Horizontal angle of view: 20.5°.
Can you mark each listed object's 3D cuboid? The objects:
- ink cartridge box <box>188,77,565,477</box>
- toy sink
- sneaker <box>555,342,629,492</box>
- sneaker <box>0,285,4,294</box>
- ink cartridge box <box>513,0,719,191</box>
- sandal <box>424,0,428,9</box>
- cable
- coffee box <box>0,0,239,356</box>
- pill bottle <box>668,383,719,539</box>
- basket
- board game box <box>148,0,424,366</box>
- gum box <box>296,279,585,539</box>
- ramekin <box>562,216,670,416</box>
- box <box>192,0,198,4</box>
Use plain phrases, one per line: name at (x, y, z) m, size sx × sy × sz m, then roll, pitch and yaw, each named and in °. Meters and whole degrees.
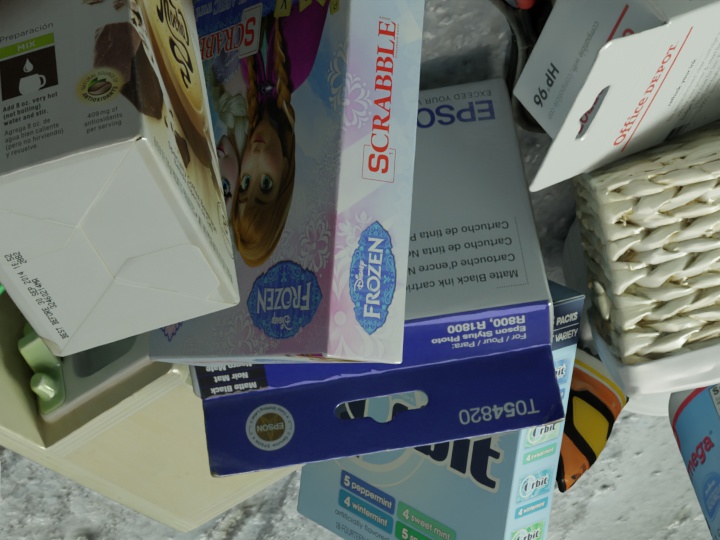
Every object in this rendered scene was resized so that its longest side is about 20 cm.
ink cartridge box at (0.000, 0.000, 1.085) m, size 0.199 × 0.201 × 0.041 m, roll -9°, pitch 153°, yaw -1°
toy sink at (-0.132, 0.047, 1.173) m, size 0.112 × 0.131 × 0.200 m, roll -31°, pitch 140°, yaw 20°
sneaker at (0.061, 0.071, 1.238) m, size 0.199 × 0.090 × 0.070 m, roll 21°, pitch 152°, yaw 18°
sneaker at (-0.253, -0.001, 1.101) m, size 0.199 × 0.084 × 0.074 m, roll -23°, pitch 143°, yaw 14°
ink cartridge box at (0.159, -0.126, 1.047) m, size 0.199 × 0.068 × 0.116 m, roll -22°, pitch 151°, yaw -34°
sandal at (0.018, -0.197, 0.960) m, size 0.043 × 0.076 × 0.201 m, roll 0°, pitch 131°, yaw -23°
cable at (0.099, -0.132, 1.088) m, size 0.097 × 0.050 × 0.200 m, roll -13°, pitch 144°, yaw -15°
coffee box at (-0.110, -0.086, 0.767) m, size 0.079 × 0.201 × 0.113 m, roll -16°, pitch 145°, yaw 6°
pill bottle at (0.246, 0.107, 1.173) m, size 0.108 × 0.201 × 0.109 m, roll -10°, pitch 143°, yaw -8°
basket at (0.220, -0.023, 1.099) m, size 0.199 × 0.136 × 0.124 m, roll -13°, pitch 102°, yaw 1°
board game box at (-0.039, -0.055, 0.948) m, size 0.041 × 0.201 × 0.200 m, roll 6°, pitch 173°, yaw -28°
gum box at (0.043, 0.083, 1.189) m, size 0.044 × 0.170 × 0.201 m, roll -14°, pitch 118°, yaw -43°
ramekin at (0.221, -0.001, 1.274) m, size 0.201 × 0.095 × 0.203 m, roll -10°, pitch 143°, yaw -8°
box at (-0.109, -0.216, 0.855) m, size 0.148 × 0.105 × 0.200 m, roll -32°, pitch 141°, yaw 20°
